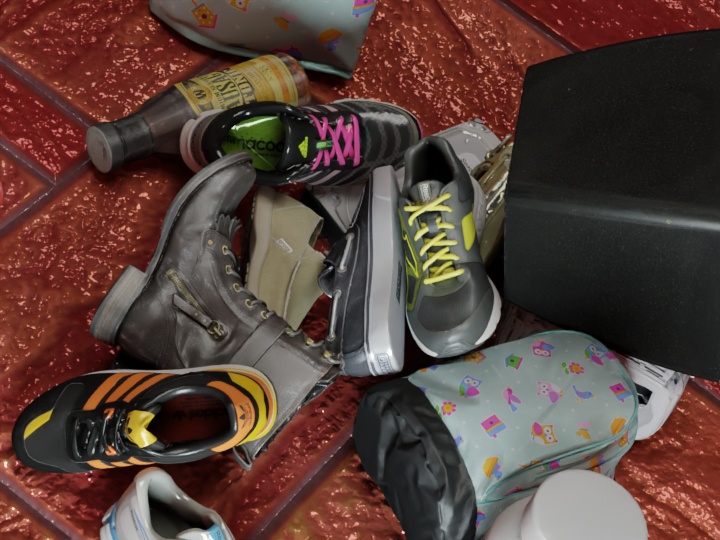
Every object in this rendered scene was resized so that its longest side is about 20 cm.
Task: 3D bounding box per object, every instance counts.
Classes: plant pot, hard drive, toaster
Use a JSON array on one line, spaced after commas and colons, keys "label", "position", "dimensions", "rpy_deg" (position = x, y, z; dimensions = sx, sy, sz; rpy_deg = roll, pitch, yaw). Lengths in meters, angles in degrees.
[{"label": "plant pot", "position": [0.203, -0.056, 1.565], "dimensions": [0.177, 0.200, 0.200], "rpy_deg": [5, 53, 8]}, {"label": "hard drive", "position": [0.064, -0.045, 1.743], "dimensions": [0.200, 0.038, 0.140], "rpy_deg": [-22, 63, -34]}, {"label": "toaster", "position": [0.203, 0.049, 1.667], "dimensions": [0.199, 0.114, 0.129], "rpy_deg": [25, 52, 3]}]

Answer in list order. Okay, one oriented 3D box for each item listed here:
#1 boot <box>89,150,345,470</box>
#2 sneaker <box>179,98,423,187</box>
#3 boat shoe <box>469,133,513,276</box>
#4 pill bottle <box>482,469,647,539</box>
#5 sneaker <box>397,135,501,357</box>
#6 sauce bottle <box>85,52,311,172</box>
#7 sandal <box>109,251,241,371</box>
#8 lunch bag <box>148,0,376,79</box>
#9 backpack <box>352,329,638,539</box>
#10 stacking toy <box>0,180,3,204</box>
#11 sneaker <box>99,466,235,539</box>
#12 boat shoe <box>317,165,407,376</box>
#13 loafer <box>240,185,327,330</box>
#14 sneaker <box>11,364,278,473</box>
[{"label": "boot", "position": [-0.085, 0.028, 1.531], "dimensions": [0.174, 0.069, 0.200], "rpy_deg": [33, 76, 8]}, {"label": "sneaker", "position": [-0.044, -0.101, 1.657], "dimensions": [0.199, 0.087, 0.074], "rpy_deg": [-1, 96, -10]}, {"label": "boat shoe", "position": [0.104, -0.059, 1.695], "dimensions": [0.063, 0.073, 0.200], "rpy_deg": [25, 51, 10]}, {"label": "pill bottle", "position": [0.127, 0.227, 1.433], "dimensions": [0.112, 0.200, 0.113], "rpy_deg": [10, 50, -12]}, {"label": "sneaker", "position": [0.057, -0.020, 1.580], "dimensions": [0.074, 0.085, 0.200], "rpy_deg": [-18, 44, 13]}, {"label": "sauce bottle", "position": [-0.135, -0.128, 1.720], "dimensions": [0.200, 0.066, 0.066], "rpy_deg": [-24, 64, -34]}, {"label": "sandal", "position": [-0.141, 0.059, 1.579], "dimensions": [0.075, 0.045, 0.200], "rpy_deg": [22, 46, 0]}, {"label": "lunch bag", "position": [-0.079, -0.277, 1.791], "dimensions": [0.199, 0.171, 0.122], "rpy_deg": [14, 43, -7]}, {"label": "backpack", "position": [0.114, 0.131, 1.554], "dimensions": [0.199, 0.127, 0.167], "rpy_deg": [-14, 60, -24]}, {"label": "stacking toy", "position": [-0.339, -0.020, 1.557], "dimensions": [0.085, 0.086, 0.200], "rpy_deg": [32, 42, 7]}, {"label": "sneaker", "position": [-0.103, 0.219, 1.434], "dimensions": [0.200, 0.087, 0.075], "rpy_deg": [43, 49, 15]}, {"label": "boat shoe", "position": [0.000, 0.000, 1.602], "dimensions": [0.068, 0.072, 0.201], "rpy_deg": [-7, 51, 12]}, {"label": "loafer", "position": [-0.061, 0.012, 1.624], "dimensions": [0.068, 0.076, 0.200], "rpy_deg": [7, 49, -7]}, {"label": "sneaker", "position": [-0.162, 0.105, 1.450], "dimensions": [0.199, 0.090, 0.070], "rpy_deg": [-9, 91, 12]}]
